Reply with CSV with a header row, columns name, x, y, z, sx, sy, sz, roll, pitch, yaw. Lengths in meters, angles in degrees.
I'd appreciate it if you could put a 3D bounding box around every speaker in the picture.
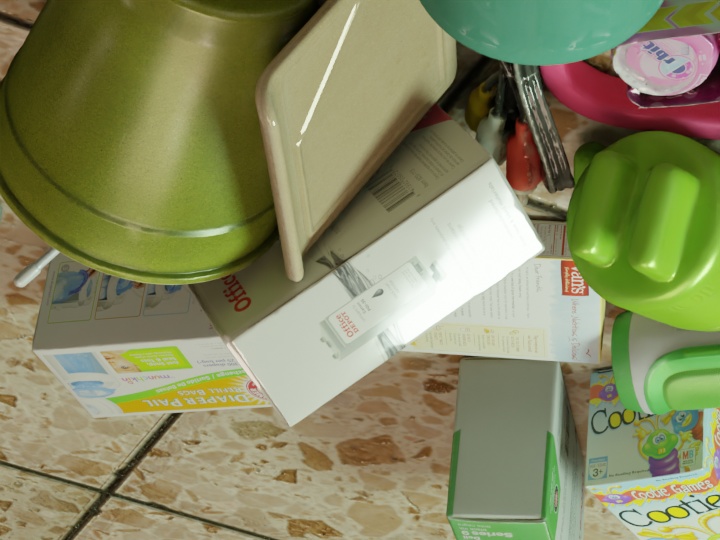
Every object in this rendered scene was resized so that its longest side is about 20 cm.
name,x,y,z,sx,sy,sz,roll,pitch,yaw
speaker,0.289,0.059,1.600,0.199,0.089,0.089,-6,147,22

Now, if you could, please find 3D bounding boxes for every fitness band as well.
name,x,y,z,sx,sy,sz,roll,pitch,yaw
fitness band,0.209,-0.132,1.347,0.199,0.038,0.144,8,149,2

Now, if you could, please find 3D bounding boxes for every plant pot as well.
name,x,y,z,sx,sy,sz,roll,pitch,yaw
plant pot,-0.107,-0.130,1.295,0.199,0.201,0.193,15,136,-12

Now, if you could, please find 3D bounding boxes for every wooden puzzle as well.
name,x,y,z,sx,sy,sz,roll,pitch,yaw
wooden puzzle,-0.003,-0.116,1.278,0.037,0.200,0.185,26,154,19

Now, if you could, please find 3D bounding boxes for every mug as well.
name,x,y,z,sx,sy,sz,roll,pitch,yaw
mug,0.089,-0.196,1.171,0.152,0.185,0.115,-27,147,-15

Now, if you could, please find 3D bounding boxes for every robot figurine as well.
name,x,y,z,sx,sy,sz,roll,pitch,yaw
robot figurine,0.210,-0.023,1.423,0.175,0.116,0.200,12,177,34

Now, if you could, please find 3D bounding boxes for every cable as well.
name,x,y,z,sx,sy,sz,roll,pitch,yaw
cable,0.091,-0.110,1.360,0.050,0.097,0.200,-29,150,-6

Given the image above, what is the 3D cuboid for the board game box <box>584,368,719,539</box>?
name,x,y,z,sx,sy,sz,roll,pitch,yaw
board game box,0.270,0.164,1.760,0.104,0.103,0.200,-12,144,29

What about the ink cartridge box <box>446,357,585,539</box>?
name,x,y,z,sx,sy,sz,roll,pitch,yaw
ink cartridge box,0.131,0.181,1.777,0.084,0.147,0.200,-1,148,13

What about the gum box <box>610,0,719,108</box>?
name,x,y,z,sx,sy,sz,roll,pitch,yaw
gum box,0.236,-0.164,1.212,0.199,0.114,0.066,-5,147,21

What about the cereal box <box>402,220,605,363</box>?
name,x,y,z,sx,sy,sz,roll,pitch,yaw
cereal box,0.082,0.013,1.611,0.199,0.040,0.144,3,147,7

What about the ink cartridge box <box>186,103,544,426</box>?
name,x,y,z,sx,sy,sz,roll,pitch,yaw
ink cartridge box,-0.005,-0.013,1.389,0.200,0.147,0.083,-35,120,-3

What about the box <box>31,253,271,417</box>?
name,x,y,z,sx,sy,sz,roll,pitch,yaw
box,-0.128,0.037,1.637,0.199,0.102,0.113,-5,147,20

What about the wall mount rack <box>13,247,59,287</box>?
name,x,y,z,sx,sy,sz,roll,pitch,yaw
wall mount rack,-0.197,-0.060,1.517,0.173,0.075,0.200,-10,144,27
